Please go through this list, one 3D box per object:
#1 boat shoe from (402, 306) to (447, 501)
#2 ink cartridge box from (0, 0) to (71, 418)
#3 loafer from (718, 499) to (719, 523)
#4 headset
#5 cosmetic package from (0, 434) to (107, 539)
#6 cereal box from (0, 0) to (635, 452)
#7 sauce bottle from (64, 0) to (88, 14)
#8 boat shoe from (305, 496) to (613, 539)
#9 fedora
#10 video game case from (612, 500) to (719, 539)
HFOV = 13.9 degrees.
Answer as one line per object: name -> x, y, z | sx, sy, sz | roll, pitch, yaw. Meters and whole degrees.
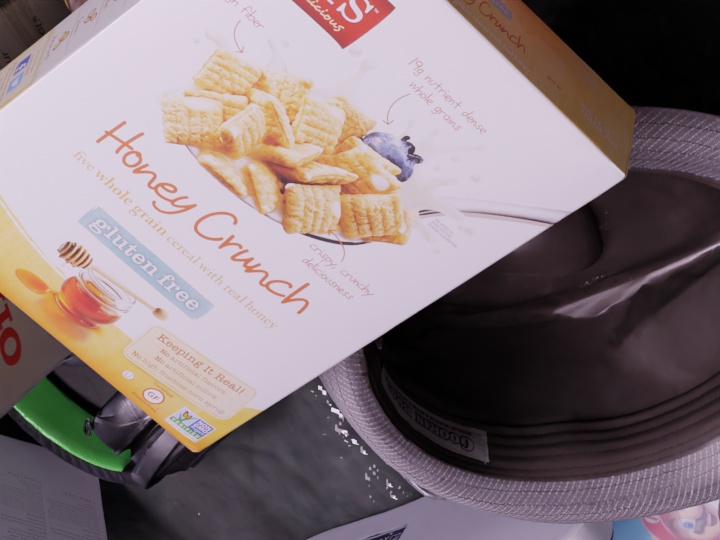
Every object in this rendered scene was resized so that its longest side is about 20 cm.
boat shoe -> -0.002, 0.000, 1.127 | 0.074, 0.068, 0.199 | 1, 128, 40
ink cartridge box -> -0.136, -0.050, 1.083 | 0.084, 0.200, 0.145 | -5, 115, 31
loafer -> 0.215, 0.097, 1.054 | 0.200, 0.071, 0.073 | -2, 121, 31
headset -> -0.101, 0.038, 1.208 | 0.200, 0.094, 0.124 | -12, 116, 49
cosmetic package -> -0.205, 0.101, 1.251 | 0.200, 0.083, 0.051 | 19, 126, -29
cereal box -> -0.033, -0.037, 0.944 | 0.144, 0.040, 0.200 | 41, 126, -21
sauce bottle -> -0.079, -0.119, 1.031 | 0.065, 0.065, 0.200 | -43, 56, 43
boat shoe -> 0.036, 0.135, 1.214 | 0.200, 0.072, 0.066 | -23, 113, 41
fedora -> 0.081, 0.000, 1.052 | 0.200, 0.090, 0.177 | -12, 125, 5
video game case -> 0.177, 0.075, 1.122 | 0.200, 0.018, 0.143 | -1, 122, 31
